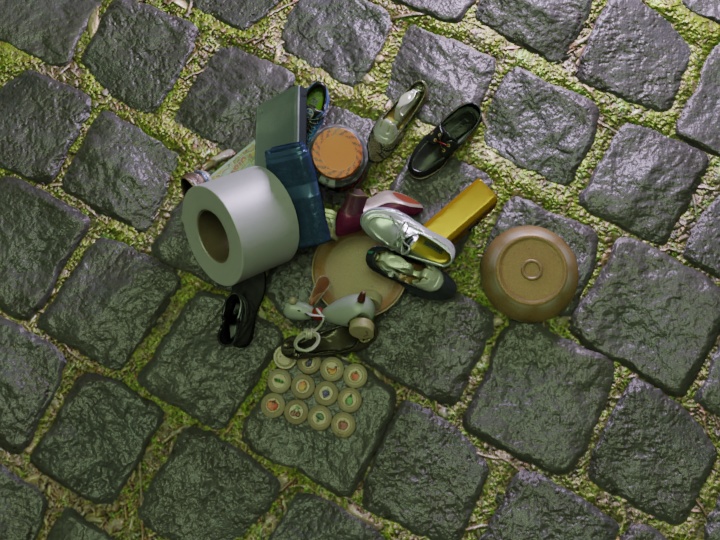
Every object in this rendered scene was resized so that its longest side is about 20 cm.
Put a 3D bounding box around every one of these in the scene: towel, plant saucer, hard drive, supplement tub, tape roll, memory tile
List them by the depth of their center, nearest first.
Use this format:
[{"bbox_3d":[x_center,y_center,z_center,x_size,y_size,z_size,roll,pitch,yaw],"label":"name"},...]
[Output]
[{"bbox_3d":[-0.118,-0.145,1.594,0.048,0.111,0.201,-25,106,-43],"label":"towel"},{"bbox_3d":[-0.232,-0.087,1.599,0.139,0.203,0.203,-25,76,-36],"label":"tape roll"},{"bbox_3d":[-0.046,-0.223,1.657,0.121,0.200,0.124,0,91,-1],"label":"supplement tub"},{"bbox_3d":[-0.093,0.241,1.666,0.199,0.017,0.154,14,79,6],"label":"memory tile"},{"bbox_3d":[0.345,0.002,1.675,0.198,0.035,0.202,-1,78,2],"label":"plant saucer"},{"bbox_3d":[0.000,0.000,1.701,0.198,0.035,0.202,-1,79,3],"label":"plant saucer"},{"bbox_3d":[-0.165,-0.264,1.703,0.139,0.033,0.202,-16,68,43],"label":"hard drive"}]

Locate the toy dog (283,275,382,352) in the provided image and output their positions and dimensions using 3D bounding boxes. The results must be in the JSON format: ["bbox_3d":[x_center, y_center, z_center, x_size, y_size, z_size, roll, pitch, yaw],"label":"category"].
[{"bbox_3d":[-0.053,0.070,1.613,0.198,0.097,0.132,-12,49,-3],"label":"toy dog"}]

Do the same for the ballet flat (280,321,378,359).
[{"bbox_3d":[-0.061,0.141,1.649,0.198,0.046,0.068,-10,97,-3],"label":"ballet flat"}]

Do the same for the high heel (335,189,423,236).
[{"bbox_3d":[0.037,-0.112,1.692,0.199,0.067,0.097,5,119,-32],"label":"high heel"}]

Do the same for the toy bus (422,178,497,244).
[{"bbox_3d":[0.185,-0.094,1.689,0.200,0.078,0.065,-40,79,-6],"label":"toy bus"}]

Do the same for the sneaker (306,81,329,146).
[{"bbox_3d":[-0.119,-0.310,1.739,0.078,0.089,0.201,17,81,-3],"label":"sneaker"}]

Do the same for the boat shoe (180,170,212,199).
[{"bbox_3d":[-0.324,-0.104,1.700,0.072,0.072,0.201,-22,89,33],"label":"boat shoe"}]

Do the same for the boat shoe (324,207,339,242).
[{"bbox_3d":[-0.135,-0.100,1.686,0.198,0.072,0.065,10,77,5],"label":"boat shoe"}]

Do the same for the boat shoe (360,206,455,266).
[{"bbox_3d":[0.090,-0.058,1.601,0.201,0.086,0.075,28,105,-3],"label":"boat shoe"}]

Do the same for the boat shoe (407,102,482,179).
[{"bbox_3d":[0.175,-0.276,1.737,0.201,0.063,0.074,-44,82,-5],"label":"boat shoe"}]

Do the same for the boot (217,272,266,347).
[{"bbox_3d":[-0.236,0.056,1.650,0.069,0.132,0.202,2,80,4],"label":"boot"}]

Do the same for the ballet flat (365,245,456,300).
[{"bbox_3d":[0.104,0.005,1.643,0.199,0.073,0.073,24,80,-4],"label":"ballet flat"}]

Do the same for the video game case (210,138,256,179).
[{"bbox_3d":[-0.229,-0.160,1.752,0.200,0.023,0.182,-40,79,-5],"label":"video game case"}]

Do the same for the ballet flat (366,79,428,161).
[{"bbox_3d":[0.075,-0.323,1.743,0.068,0.075,0.200,35,82,8],"label":"ballet flat"}]
